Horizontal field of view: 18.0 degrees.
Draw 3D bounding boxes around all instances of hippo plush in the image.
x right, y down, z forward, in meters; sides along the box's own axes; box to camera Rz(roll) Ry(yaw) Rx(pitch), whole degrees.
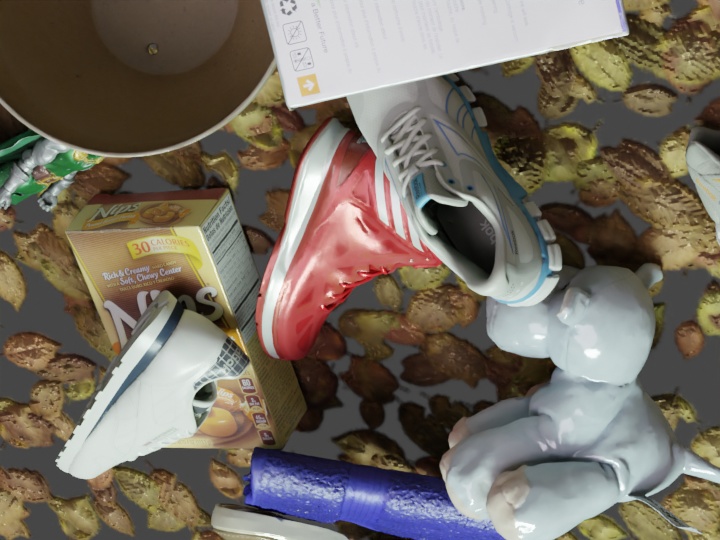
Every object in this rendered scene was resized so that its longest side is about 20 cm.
[{"bbox_3d":[0.136,0.079,1.491,0.200,0.159,0.161,15,120,41],"label":"hippo plush"}]

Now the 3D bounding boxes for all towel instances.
[{"bbox_3d":[0.015,0.166,1.612,0.199,0.050,0.148,10,175,-1],"label":"towel"}]

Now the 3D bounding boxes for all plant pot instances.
[{"bbox_3d":[-0.129,-0.169,1.367,0.200,0.134,0.201,0,93,6],"label":"plant pot"}]

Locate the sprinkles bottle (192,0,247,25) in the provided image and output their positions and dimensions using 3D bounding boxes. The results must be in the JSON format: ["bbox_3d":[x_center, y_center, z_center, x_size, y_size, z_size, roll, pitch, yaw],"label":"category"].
[{"bbox_3d":[-0.104,-0.184,1.473,0.200,0.068,0.068,12,129,18],"label":"sprinkles bottle"}]

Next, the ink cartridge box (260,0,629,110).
[{"bbox_3d":[0.032,-0.203,1.238,0.199,0.043,0.199,-10,101,17],"label":"ink cartridge box"}]

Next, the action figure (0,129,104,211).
[{"bbox_3d":[-0.243,-0.068,1.619,0.200,0.118,0.055,-24,80,26],"label":"action figure"}]

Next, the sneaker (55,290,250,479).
[{"bbox_3d":[-0.155,0.101,1.640,0.080,0.076,0.200,30,136,-10],"label":"sneaker"}]

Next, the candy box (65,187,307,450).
[{"bbox_3d":[-0.125,0.038,1.659,0.115,0.055,0.200,-2,124,27],"label":"candy box"}]

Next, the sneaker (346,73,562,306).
[{"bbox_3d":[0.049,-0.064,1.440,0.075,0.087,0.200,-43,74,22],"label":"sneaker"}]

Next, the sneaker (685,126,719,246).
[{"bbox_3d":[0.279,-0.078,1.361,0.200,0.076,0.092,-25,106,37],"label":"sneaker"}]

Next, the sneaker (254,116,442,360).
[{"bbox_3d":[0.000,0.000,1.555,0.115,0.078,0.200,23,132,11],"label":"sneaker"}]

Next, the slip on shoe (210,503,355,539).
[{"bbox_3d":[-0.032,0.223,1.686,0.200,0.061,0.076,25,169,-41],"label":"slip on shoe"}]
